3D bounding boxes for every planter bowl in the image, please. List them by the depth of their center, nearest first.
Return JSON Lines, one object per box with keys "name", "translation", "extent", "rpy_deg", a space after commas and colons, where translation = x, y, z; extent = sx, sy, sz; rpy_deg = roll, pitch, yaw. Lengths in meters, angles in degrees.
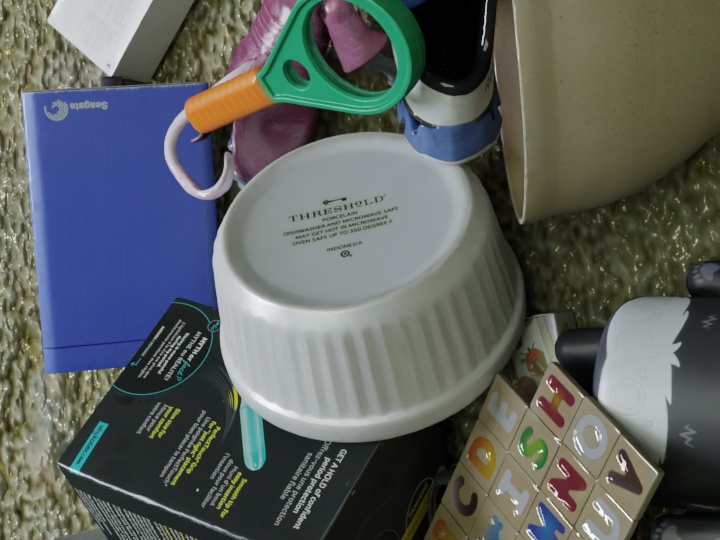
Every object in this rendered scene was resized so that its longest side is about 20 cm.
{"name": "planter bowl", "translation": [0.148, -0.132, 0.790], "extent": [0.134, 0.200, 0.202], "rpy_deg": [-5, 88, 3]}

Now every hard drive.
{"name": "hard drive", "translation": [-0.169, -0.031, 0.989], "extent": [0.131, 0.025, 0.201], "rpy_deg": [-5, 100, -12]}

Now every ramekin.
{"name": "ramekin", "translation": [0.000, 0.000, 0.850], "extent": [0.201, 0.203, 0.095], "rpy_deg": [16, 142, 29]}

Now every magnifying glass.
{"name": "magnifying glass", "translation": [-0.039, -0.117, 0.811], "extent": [0.199, 0.022, 0.080], "rpy_deg": [-15, 115, 46]}

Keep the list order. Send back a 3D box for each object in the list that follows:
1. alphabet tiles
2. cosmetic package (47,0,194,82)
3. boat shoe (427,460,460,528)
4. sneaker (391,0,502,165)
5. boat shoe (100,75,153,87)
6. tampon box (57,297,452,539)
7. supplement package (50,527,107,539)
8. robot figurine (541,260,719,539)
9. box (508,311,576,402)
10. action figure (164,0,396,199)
{"name": "alphabet tiles", "translation": [0.102, 0.162, 0.790], "extent": [0.167, 0.008, 0.201], "rpy_deg": [49, 128, 44]}
{"name": "cosmetic package", "translation": [-0.150, -0.246, 1.023], "extent": [0.083, 0.051, 0.201], "rpy_deg": [42, 110, 25]}
{"name": "boat shoe", "translation": [0.087, 0.222, 0.883], "extent": [0.071, 0.068, 0.201], "rpy_deg": [-16, 84, 28]}
{"name": "sneaker", "translation": [0.044, -0.175, 0.808], "extent": [0.080, 0.115, 0.201], "rpy_deg": [-13, 73, -4]}
{"name": "boat shoe", "translation": [-0.198, -0.050, 1.030], "extent": [0.201, 0.062, 0.073], "rpy_deg": [-68, 20, 8]}
{"name": "tampon box", "translation": [-0.063, 0.133, 0.899], "extent": [0.199, 0.127, 0.150], "rpy_deg": [15, 55, 29]}
{"name": "supplement package", "translation": [-0.143, 0.286, 0.985], "extent": [0.200, 0.117, 0.118], "rpy_deg": [35, 107, 24]}
{"name": "robot figurine", "translation": [0.209, 0.077, 0.781], "extent": [0.199, 0.125, 0.151], "rpy_deg": [0, 100, 30]}
{"name": "box", "translation": [0.131, 0.127, 0.872], "extent": [0.038, 0.041, 0.201], "rpy_deg": [-13, 83, 29]}
{"name": "action figure", "translation": [-0.054, -0.159, 0.923], "extent": [0.134, 0.148, 0.201], "rpy_deg": [44, 124, 28]}
